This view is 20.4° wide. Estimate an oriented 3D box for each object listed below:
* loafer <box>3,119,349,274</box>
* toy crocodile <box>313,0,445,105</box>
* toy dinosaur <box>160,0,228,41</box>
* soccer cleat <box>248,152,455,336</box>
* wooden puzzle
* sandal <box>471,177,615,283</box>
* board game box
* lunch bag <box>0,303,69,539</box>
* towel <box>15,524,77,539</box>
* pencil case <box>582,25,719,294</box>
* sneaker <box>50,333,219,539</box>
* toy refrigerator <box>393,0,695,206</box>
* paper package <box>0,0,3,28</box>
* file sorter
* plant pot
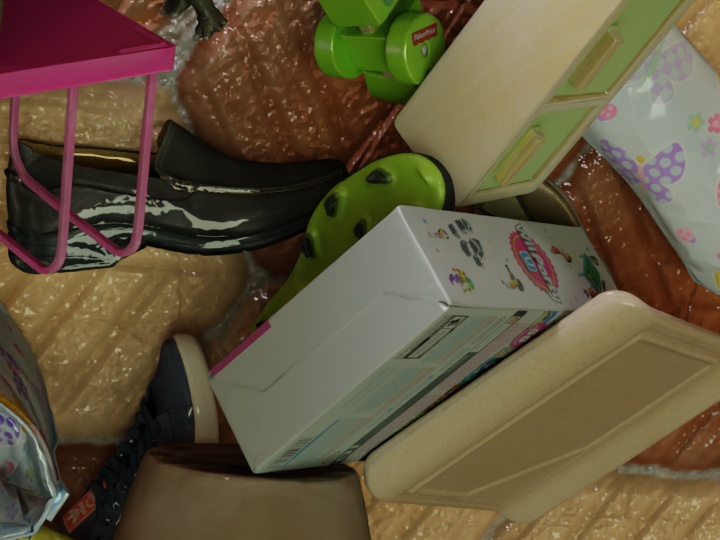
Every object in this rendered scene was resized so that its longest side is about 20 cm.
[{"bbox_3d":[-0.101,-0.048,1.121,0.198,0.073,0.073,-9,106,-10],"label":"loafer"},{"bbox_3d":[-0.002,-0.158,1.077,0.062,0.067,0.201,-58,137,-28],"label":"toy crocodile"},{"bbox_3d":[-0.090,-0.193,1.070,0.199,0.077,0.102,-34,125,5],"label":"toy dinosaur"},{"bbox_3d":[0.000,0.000,1.125,0.068,0.081,0.200,51,130,16],"label":"soccer cleat"},{"bbox_3d":[0.113,0.078,1.139,0.184,0.037,0.200,-36,153,18],"label":"wooden puzzle"},{"bbox_3d":[0.118,0.021,1.195,0.080,0.054,0.201,-17,118,10],"label":"sandal"},{"bbox_3d":[0.035,0.038,1.070,0.147,0.065,0.199,-39,158,25],"label":"board game box"},{"bbox_3d":[-0.255,0.067,1.073,0.199,0.170,0.128,28,102,-20],"label":"lunch bag"},{"bbox_3d":[-0.156,0.226,1.169,0.199,0.023,0.144,27,112,-29],"label":"towel"},{"bbox_3d":[0.182,-0.074,1.163,0.091,0.083,0.200,-44,112,4],"label":"pencil case"},{"bbox_3d":[-0.135,0.132,1.171,0.084,0.075,0.202,3,108,-17],"label":"sneaker"},{"bbox_3d":[0.109,-0.123,1.050,0.076,0.070,0.200,-12,149,-48],"label":"toy refrigerator"},{"bbox_3d":[-0.236,-0.174,0.815,0.189,0.104,0.202,2,107,-14],"label":"paper package"},{"bbox_3d":[-0.215,-0.062,0.978,0.199,0.139,0.127,-15,124,-38],"label":"file sorter"},{"bbox_3d":[-0.064,0.188,1.067,0.198,0.200,0.175,6,94,-13],"label":"plant pot"}]
